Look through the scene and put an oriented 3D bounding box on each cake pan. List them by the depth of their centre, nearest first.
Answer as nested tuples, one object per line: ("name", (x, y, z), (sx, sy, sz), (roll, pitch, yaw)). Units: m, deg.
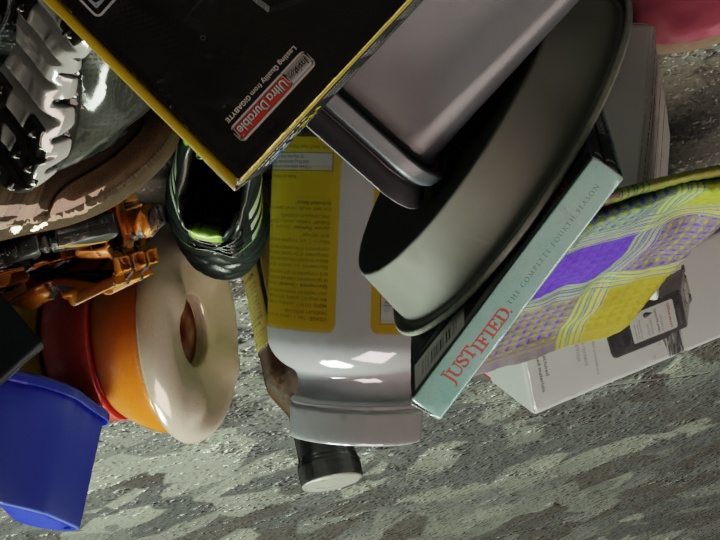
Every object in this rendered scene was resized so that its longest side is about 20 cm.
("cake pan", (0.060, -0.062, 0.901), (0.037, 0.201, 0.200), (31, 139, -12))

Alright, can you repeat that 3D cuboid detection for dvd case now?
("dvd case", (0.073, -0.025, 0.909), (0.146, 0.022, 0.200), (-54, -171, 18))

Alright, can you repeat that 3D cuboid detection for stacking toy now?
("stacking toy", (-0.191, 0.047, 1.223), (0.199, 0.147, 0.146), (-5, 161, 18))

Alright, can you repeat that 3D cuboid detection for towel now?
("towel", (0.135, 0.002, 1.026), (0.143, 0.023, 0.200), (-13, 159, -27))

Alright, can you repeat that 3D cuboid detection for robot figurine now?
("robot figurine", (-0.211, 0.000, 1.097), (0.199, 0.059, 0.145), (-13, -177, 12))

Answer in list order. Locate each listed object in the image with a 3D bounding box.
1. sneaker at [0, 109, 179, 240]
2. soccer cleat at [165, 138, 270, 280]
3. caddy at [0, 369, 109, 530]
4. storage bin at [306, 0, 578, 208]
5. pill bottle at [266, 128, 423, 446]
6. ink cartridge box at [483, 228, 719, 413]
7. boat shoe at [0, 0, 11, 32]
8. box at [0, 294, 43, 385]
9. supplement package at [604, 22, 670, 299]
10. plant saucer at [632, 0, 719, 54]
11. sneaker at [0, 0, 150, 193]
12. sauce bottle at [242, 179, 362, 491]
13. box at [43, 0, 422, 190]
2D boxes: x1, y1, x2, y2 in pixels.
("sneaker", (-0.196, -0.063, 1.006), (0.199, 0.071, 0.076), (-24, 137, -10))
("soccer cleat", (-0.088, -0.041, 1.091), (0.067, 0.082, 0.200), (10, 147, 0))
("caddy", (-0.233, 0.094, 1.114), (0.140, 0.106, 0.200), (5, 167, 7))
("storage bin", (0.006, -0.155, 0.831), (0.200, 0.146, 0.134), (42, 115, -19))
("pill bottle", (0.000, 0.000, 1.094), (0.111, 0.202, 0.112), (2, -178, 0))
("ink cartridge box", (0.170, 0.009, 1.290), (0.199, 0.084, 0.145), (-21, -157, -17))
("boat shoe", (-0.194, -0.132, 0.855), (0.071, 0.068, 0.200), (-2, 152, -32))
("box", (-0.291, 0.021, 0.933), (0.148, 0.200, 0.107), (-38, -174, 38))
("supplement package", (0.124, -0.063, 1.111), (0.116, 0.118, 0.200), (4, 166, 15))
("plant saucer", (0.201, -0.186, 1.043), (0.199, 0.051, 0.201), (-16, 157, -7))
("sneaker", (-0.130, -0.125, 0.927), (0.090, 0.067, 0.200), (-22, 153, -40))
("sauce bottle", (-0.038, 0.042, 1.181), (0.064, 0.201, 0.065), (-10, 161, -3))
("box", (-0.036, -0.160, 0.731), (0.200, 0.160, 0.049), (-45, 179, 15))
